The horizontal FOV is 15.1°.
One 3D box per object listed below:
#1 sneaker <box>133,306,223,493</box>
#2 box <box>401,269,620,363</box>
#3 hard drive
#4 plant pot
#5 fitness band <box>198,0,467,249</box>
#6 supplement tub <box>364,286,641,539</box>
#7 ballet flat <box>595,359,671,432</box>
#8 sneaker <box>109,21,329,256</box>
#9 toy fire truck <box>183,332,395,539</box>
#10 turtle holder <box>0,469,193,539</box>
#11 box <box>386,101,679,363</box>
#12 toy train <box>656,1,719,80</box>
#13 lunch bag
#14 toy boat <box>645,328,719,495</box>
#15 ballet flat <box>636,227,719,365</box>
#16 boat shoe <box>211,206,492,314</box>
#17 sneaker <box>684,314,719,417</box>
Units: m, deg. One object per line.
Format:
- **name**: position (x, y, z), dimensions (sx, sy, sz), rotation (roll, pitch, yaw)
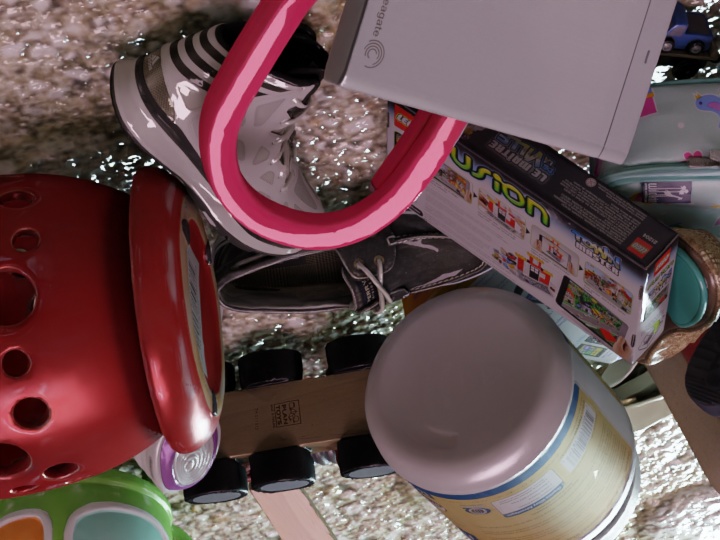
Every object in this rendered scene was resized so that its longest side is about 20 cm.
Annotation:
- **sneaker**: position (-0.146, 0.055, 1.832), dimensions (0.075, 0.100, 0.201), rotation (-23, 133, -34)
- **box**: position (0.141, 0.008, 1.866), dimensions (0.199, 0.042, 0.119), rotation (10, 143, -31)
- **hard drive**: position (0.086, -0.146, 1.554), dimensions (0.199, 0.027, 0.132), rotation (13, 98, -30)
- **plant pot**: position (-0.182, 0.036, 1.672), dimensions (0.182, 0.201, 0.201), rotation (-7, 147, 4)
- **fitness band**: position (-0.009, -0.105, 1.577), dimensions (0.143, 0.037, 0.200), rotation (24, 109, -25)
- **supplement tub**: position (0.103, 0.112, 1.848), dimensions (0.144, 0.145, 0.200), rotation (-19, 148, 16)
- **ballet flat**: position (0.239, 0.064, 1.956), dimensions (0.200, 0.070, 0.069), rotation (-29, 142, 29)
- **sneaker**: position (-0.051, -0.081, 1.647), dimensions (0.115, 0.076, 0.200), rotation (-22, 143, 23)
- **toy fire truck**: position (-0.032, 0.136, 1.967), dimensions (0.175, 0.129, 0.200), rotation (-11, 166, 11)
- **turtle holder**: position (-0.200, 0.223, 2.027), dimensions (0.141, 0.132, 0.186), rotation (-19, 146, 15)
- **box**: position (0.102, -0.035, 1.667), dimensions (0.035, 0.200, 0.110), rotation (-44, 158, -25)
- **toy train**: position (0.129, -0.148, 1.631), dimensions (0.199, 0.034, 0.046), rotation (5, 132, -19)
- **lunch bag**: position (0.222, -0.058, 1.696), dimensions (0.160, 0.077, 0.200), rotation (1, 165, 4)
- **toy boat**: position (0.285, 0.091, 1.828), dimensions (0.131, 0.200, 0.131), rotation (-32, 147, 9)
- **ballet flat**: position (0.206, 0.007, 1.704), dimensions (0.065, 0.071, 0.200), rotation (-23, 173, -14)
- **boat shoe**: position (0.000, 0.000, 1.759), dimensions (0.199, 0.071, 0.072), rotation (-8, 128, 11)
- **sneaker**: position (0.281, 0.033, 1.643), dimensions (0.200, 0.070, 0.082), rotation (-41, 135, -15)
